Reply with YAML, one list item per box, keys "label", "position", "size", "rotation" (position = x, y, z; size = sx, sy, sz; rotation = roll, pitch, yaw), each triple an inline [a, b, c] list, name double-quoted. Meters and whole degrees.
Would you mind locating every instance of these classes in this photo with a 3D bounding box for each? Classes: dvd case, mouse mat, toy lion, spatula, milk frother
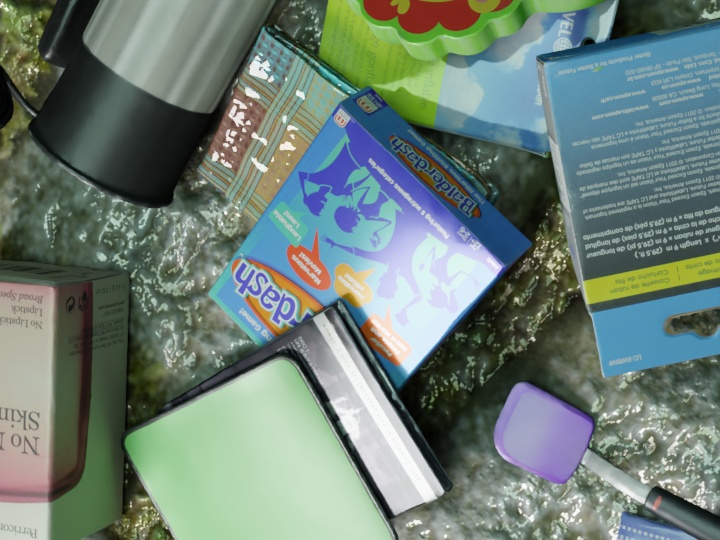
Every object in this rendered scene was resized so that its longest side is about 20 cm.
- label: "dvd case"
  position: [-0.045, 0.125, 0.997]
  size: [0.199, 0.016, 0.149]
  rotation: [-31, 91, 37]
- label: "mouse mat"
  position: [-0.078, 0.159, 1.018]
  size: [0.199, 0.008, 0.162]
  rotation: [-27, 94, 37]
- label: "toy lion"
  position: [0.087, -0.220, 0.892]
  size: [0.199, 0.069, 0.193]
  rotation: [20, 81, 20]
- label: "spatula"
  position: [0.181, 0.144, 0.943]
  size: [0.199, 0.021, 0.057]
  rotation: [29, 99, 22]
- label: "milk frother"
  position: [-0.182, -0.168, 0.962]
  size: [0.180, 0.200, 0.189]
  rotation: [36, 106, 18]

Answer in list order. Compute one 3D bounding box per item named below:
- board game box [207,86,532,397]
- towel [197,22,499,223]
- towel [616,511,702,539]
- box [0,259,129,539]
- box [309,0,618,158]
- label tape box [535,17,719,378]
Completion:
- label: "board game box"
  position: [0.000, 0.000, 0.953]
  size: [0.152, 0.045, 0.200]
  rotation: [44, 128, 8]
- label: "towel"
  position: [-0.016, -0.059, 0.976]
  size: [0.200, 0.022, 0.147]
  rotation: [38, 127, 10]
- label: "towel"
  position: [0.231, 0.276, 0.946]
  size: [0.144, 0.024, 0.202]
  rotation: [11, 97, 22]
- label: "box"
  position: [-0.258, 0.098, 1.062]
  size: [0.127, 0.109, 0.202]
  rotation: [5, 96, 19]
- label: "box"
  position: [0.072, -0.153, 0.947]
  size: [0.199, 0.048, 0.123]
  rotation: [15, 101, 19]
- label: "label tape box"
  position: [0.198, -0.049, 0.877]
  size: [0.143, 0.063, 0.202]
  rotation: [-11, 101, 3]
